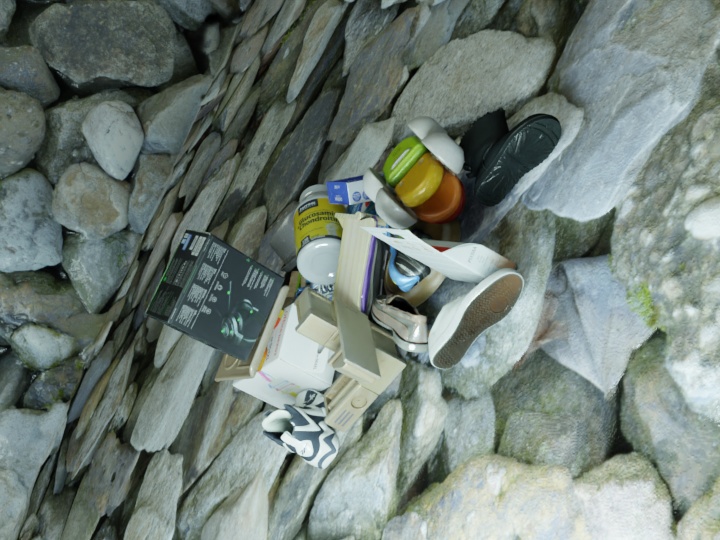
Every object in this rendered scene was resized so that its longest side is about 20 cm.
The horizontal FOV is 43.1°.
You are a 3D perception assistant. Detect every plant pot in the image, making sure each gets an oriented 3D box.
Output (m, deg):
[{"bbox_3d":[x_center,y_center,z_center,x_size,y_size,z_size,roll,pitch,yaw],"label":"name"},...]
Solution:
[{"bbox_3d":[0.103,-0.024,1.634,0.200,0.027,0.201,-42,31,32],"label":"plant pot"}]

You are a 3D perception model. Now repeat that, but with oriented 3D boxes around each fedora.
[{"bbox_3d":[-0.128,-0.091,1.995,0.200,0.090,0.177,-44,8,25],"label":"fedora"}]

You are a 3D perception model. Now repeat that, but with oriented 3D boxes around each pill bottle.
[{"bbox_3d":[-0.074,-0.076,1.780,0.112,0.112,0.201,-45,33,28],"label":"pill bottle"}]

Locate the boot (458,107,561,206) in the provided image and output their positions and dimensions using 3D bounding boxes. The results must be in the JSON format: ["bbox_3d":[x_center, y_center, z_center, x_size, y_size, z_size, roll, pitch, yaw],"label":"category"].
[{"bbox_3d":[0.242,-0.217,1.527,0.199,0.073,0.163,-50,27,30],"label":"boot"}]

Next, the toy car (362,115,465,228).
[{"bbox_3d":[0.111,-0.152,1.569,0.175,0.150,0.200,-48,29,12],"label":"toy car"}]

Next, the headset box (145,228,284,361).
[{"bbox_3d":[-0.255,0.048,1.655,0.092,0.199,0.175,12,75,50],"label":"headset box"}]

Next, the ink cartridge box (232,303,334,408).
[{"bbox_3d":[-0.134,0.164,1.760,0.200,0.125,0.129,-33,36,45],"label":"ink cartridge box"}]

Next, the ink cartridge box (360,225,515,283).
[{"bbox_3d":[0.118,-0.039,1.417,0.050,0.199,0.162,-63,26,-8],"label":"ink cartridge box"}]

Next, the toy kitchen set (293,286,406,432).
[{"bbox_3d":[-0.049,0.174,1.504,0.181,0.199,0.164,-49,27,21],"label":"toy kitchen set"}]

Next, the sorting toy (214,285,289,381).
[{"bbox_3d":[-0.204,0.126,1.750,0.200,0.036,0.186,-19,46,60],"label":"sorting toy"}]

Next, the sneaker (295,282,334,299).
[{"bbox_3d":[-0.060,0.036,1.804,0.200,0.085,0.078,-33,37,44],"label":"sneaker"}]

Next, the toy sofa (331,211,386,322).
[{"bbox_3d":[0.000,0.000,1.616,0.097,0.083,0.202,7,87,40],"label":"toy sofa"}]

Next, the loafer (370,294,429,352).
[{"bbox_3d":[0.071,0.072,1.519,0.200,0.071,0.063,-132,47,-65],"label":"loafer"}]

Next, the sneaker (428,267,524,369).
[{"bbox_3d":[0.164,0.054,1.382,0.200,0.072,0.085,-49,30,26],"label":"sneaker"}]

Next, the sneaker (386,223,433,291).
[{"bbox_3d":[0.092,-0.044,1.584,0.082,0.071,0.200,-26,35,19],"label":"sneaker"}]

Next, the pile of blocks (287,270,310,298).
[{"bbox_3d":[-0.086,0.012,1.914,0.200,0.062,0.083,-41,41,51],"label":"pile of blocks"}]

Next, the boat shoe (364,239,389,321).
[{"bbox_3d":[0.019,0.033,1.701,0.067,0.057,0.202,-6,69,45],"label":"boat shoe"}]

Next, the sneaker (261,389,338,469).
[{"bbox_3d":[-0.119,0.260,1.627,0.080,0.129,0.200,-49,27,20],"label":"sneaker"}]

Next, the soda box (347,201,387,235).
[{"bbox_3d":[0.031,-0.105,1.772,0.064,0.068,0.200,-60,17,1],"label":"soda box"}]

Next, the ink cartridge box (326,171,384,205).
[{"bbox_3d":[0.046,-0.161,1.702,0.094,0.199,0.045,13,114,63],"label":"ink cartridge box"}]
